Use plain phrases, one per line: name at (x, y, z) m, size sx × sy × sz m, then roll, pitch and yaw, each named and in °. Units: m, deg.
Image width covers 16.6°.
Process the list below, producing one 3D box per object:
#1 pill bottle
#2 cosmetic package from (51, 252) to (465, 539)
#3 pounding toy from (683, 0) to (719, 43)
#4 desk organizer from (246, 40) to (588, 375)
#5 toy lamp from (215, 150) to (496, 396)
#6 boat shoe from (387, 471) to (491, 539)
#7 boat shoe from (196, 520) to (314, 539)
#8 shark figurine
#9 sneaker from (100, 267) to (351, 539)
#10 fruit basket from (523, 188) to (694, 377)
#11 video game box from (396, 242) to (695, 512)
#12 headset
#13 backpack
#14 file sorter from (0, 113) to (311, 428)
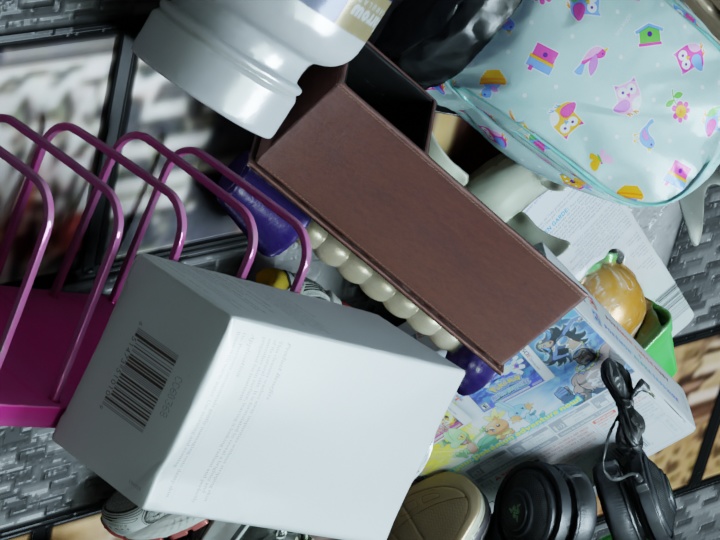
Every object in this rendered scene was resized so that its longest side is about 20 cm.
pill bottle at (-0.031, -0.177, 1.306) m, size 0.120 × 0.120 × 0.200 m, roll 25°, pitch 100°, yaw -52°
cosmetic package at (-0.048, 0.070, 1.290) m, size 0.200 × 0.081 × 0.113 m, roll 18°, pitch 101°, yaw -52°
pounding toy at (0.262, -0.218, 1.593) m, size 0.184 × 0.142 × 0.200 m, roll -52°, pitch 132°, yaw -2°
desk organizer at (0.038, -0.040, 1.422) m, size 0.200 × 0.072 × 0.077 m, roll 40°, pitch 120°, yaw -18°
toy lamp at (0.000, 0.000, 1.465) m, size 0.200 × 0.058 × 0.058 m, roll 39°, pitch 89°, yaw -19°
boat shoe at (0.021, 0.219, 1.616) m, size 0.065 × 0.072 × 0.200 m, roll 29°, pitch 100°, yaw -46°
boat shoe at (-0.064, 0.167, 1.561) m, size 0.200 × 0.064 × 0.071 m, roll -59°, pitch -177°, yaw 25°
shark figurine at (0.121, -0.058, 1.580) m, size 0.214 × 0.090 × 0.129 m, roll -21°, pitch 101°, yaw 13°
sneaker at (-0.091, 0.080, 1.499) m, size 0.082 × 0.078 × 0.200 m, roll 40°, pitch 92°, yaw -26°
fruit basket at (0.126, 0.035, 1.686) m, size 0.185 × 0.094 × 0.200 m, roll -46°, pitch 127°, yaw -9°
video game box at (0.086, 0.091, 1.599) m, size 0.200 × 0.047 × 0.182 m, roll -31°, pitch 133°, yaw 19°
headset at (0.146, 0.140, 1.593) m, size 0.123 × 0.094 × 0.200 m, roll -6°, pitch 151°, yaw -16°
backpack at (0.126, -0.120, 1.460) m, size 0.200 × 0.127 × 0.167 m, roll 37°, pitch 95°, yaw -19°
file sorter at (-0.145, -0.003, 1.308) m, size 0.200 × 0.139 × 0.126 m, roll 6°, pitch 113°, yaw -48°
